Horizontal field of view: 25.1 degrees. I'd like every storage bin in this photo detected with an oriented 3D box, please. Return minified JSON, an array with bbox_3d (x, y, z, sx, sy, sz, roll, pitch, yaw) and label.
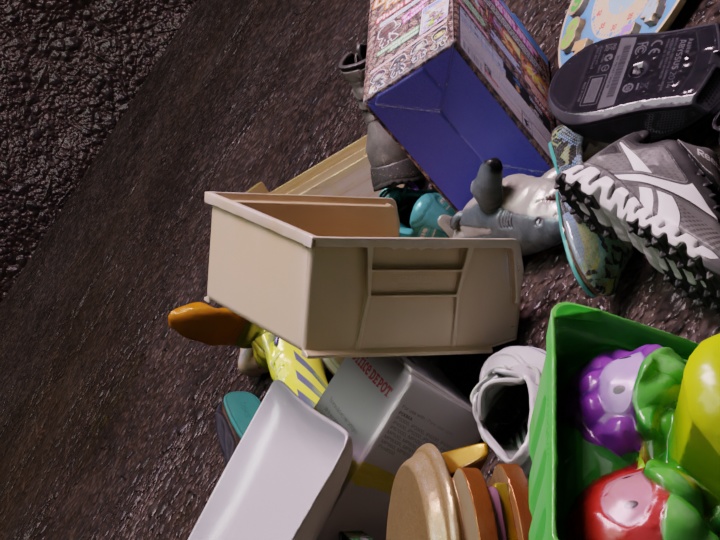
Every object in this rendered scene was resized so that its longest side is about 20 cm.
[{"bbox_3d":[0.000,0.000,1.304,0.200,0.197,0.095,22,109,59],"label":"storage bin"}]

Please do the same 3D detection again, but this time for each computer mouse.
[{"bbox_3d":[0.229,-0.128,1.189,0.199,0.053,0.139,1,56,42],"label":"computer mouse"}]

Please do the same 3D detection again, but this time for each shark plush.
[{"bbox_3d":[0.104,-0.019,1.346,0.200,0.090,0.084,-37,59,37],"label":"shark plush"}]

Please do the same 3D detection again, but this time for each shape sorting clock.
[{"bbox_3d":[0.233,-0.247,1.397,0.200,0.039,0.201,-49,22,27],"label":"shape sorting clock"}]

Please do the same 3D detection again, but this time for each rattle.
[{"bbox_3d":[-0.116,0.003,1.739,0.130,0.142,0.201,121,166,-67],"label":"rattle"}]

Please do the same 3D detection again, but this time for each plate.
[{"bbox_3d":[-0.076,0.198,1.264,0.201,0.032,0.200,-61,20,-2],"label":"plate"}]

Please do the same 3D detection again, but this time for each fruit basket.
[{"bbox_3d":[0.181,0.095,0.899,0.216,0.154,0.217,-163,90,-81],"label":"fruit basket"}]

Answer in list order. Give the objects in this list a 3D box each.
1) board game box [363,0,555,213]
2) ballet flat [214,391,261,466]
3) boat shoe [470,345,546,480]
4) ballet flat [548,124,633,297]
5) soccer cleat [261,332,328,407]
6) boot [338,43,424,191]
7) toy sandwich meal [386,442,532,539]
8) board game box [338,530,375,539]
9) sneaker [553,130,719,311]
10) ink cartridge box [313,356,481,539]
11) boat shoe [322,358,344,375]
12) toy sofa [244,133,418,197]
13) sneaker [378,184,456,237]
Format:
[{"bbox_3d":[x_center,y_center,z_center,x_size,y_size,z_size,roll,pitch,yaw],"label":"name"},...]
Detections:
[{"bbox_3d":[0.089,-0.169,1.424,0.096,0.160,0.201,-30,29,23],"label":"board game box"},{"bbox_3d":[-0.099,0.189,1.542,0.073,0.073,0.200,-54,26,11],"label":"ballet flat"},{"bbox_3d":[0.114,0.094,1.150,0.074,0.067,0.200,-56,20,7],"label":"boat shoe"},{"bbox_3d":[0.182,-0.060,1.218,0.074,0.074,0.201,-47,26,29],"label":"ballet flat"},{"bbox_3d":[-0.064,0.100,1.542,0.065,0.083,0.201,-47,23,27],"label":"soccer cleat"},{"bbox_3d":[0.044,-0.154,1.505,0.067,0.132,0.200,-13,7,20],"label":"boot"},{"bbox_3d":[0.066,0.205,1.083,0.205,0.070,0.207,180,90,-80],"label":"toy sandwich meal"},{"bbox_3d":[0.011,0.244,1.123,0.200,0.023,0.106,165,103,-79],"label":"board game box"},{"bbox_3d":[0.215,-0.043,1.080,0.090,0.067,0.200,-41,37,-5],"label":"sneaker"},{"bbox_3d":[0.002,0.162,1.294,0.201,0.083,0.145,-58,20,4],"label":"ink cartridge box"},{"bbox_3d":[0.008,0.056,1.449,0.067,0.074,0.200,-59,19,14],"label":"boat shoe"},{"bbox_3d":[-0.026,-0.080,1.669,0.199,0.098,0.083,-29,9,25],"label":"toy sofa"},{"bbox_3d":[0.050,-0.053,1.498,0.078,0.079,0.200,-61,19,-6],"label":"sneaker"}]
